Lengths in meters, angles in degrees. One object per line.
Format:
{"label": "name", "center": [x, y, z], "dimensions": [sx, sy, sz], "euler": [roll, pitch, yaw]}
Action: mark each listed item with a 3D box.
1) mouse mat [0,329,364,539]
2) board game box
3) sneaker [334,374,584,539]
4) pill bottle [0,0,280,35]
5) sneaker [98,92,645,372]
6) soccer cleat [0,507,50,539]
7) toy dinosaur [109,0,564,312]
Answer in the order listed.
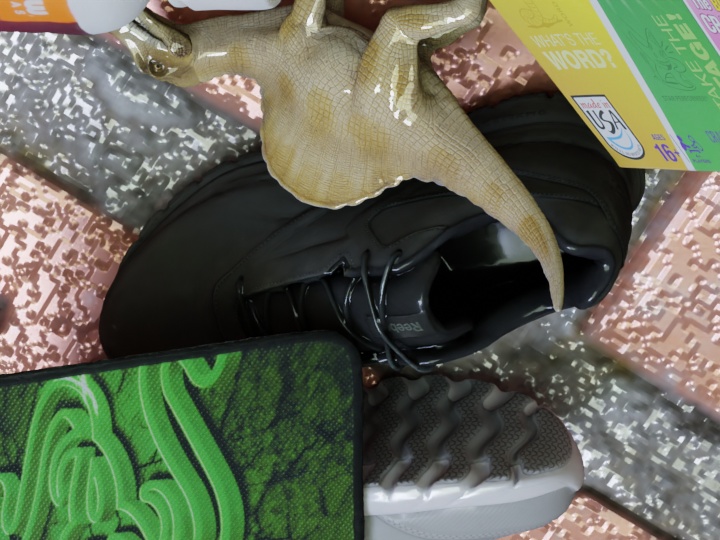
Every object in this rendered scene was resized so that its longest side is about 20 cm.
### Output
{"label": "mouse mat", "center": [-0.075, 0.118, 1.011], "dimensions": [0.160, 0.008, 0.201], "euler": [-8, 116, -14]}
{"label": "board game box", "center": [0.071, -0.115, 0.886], "dimensions": [0.040, 0.153, 0.200], "euler": [-46, 110, -16]}
{"label": "sneaker", "center": [-0.008, 0.096, 1.079], "dimensions": [0.199, 0.075, 0.082], "euler": [-13, 117, 23]}
{"label": "pill bottle", "center": [-0.124, -0.133, 0.958], "dimensions": [0.199, 0.114, 0.115], "euler": [2, 112, 9]}
{"label": "sneaker", "center": [0.000, 0.000, 1.020], "dimensions": [0.199, 0.091, 0.076], "euler": [-19, 117, 14]}
{"label": "soccer cleat", "center": [-0.104, 0.143, 1.069], "dimensions": [0.073, 0.068, 0.201], "euler": [2, 132, 1]}
{"label": "toy dinosaur", "center": [0.011, -0.064, 0.994], "dimensions": [0.200, 0.058, 0.101], "euler": [28, 96, 25]}
